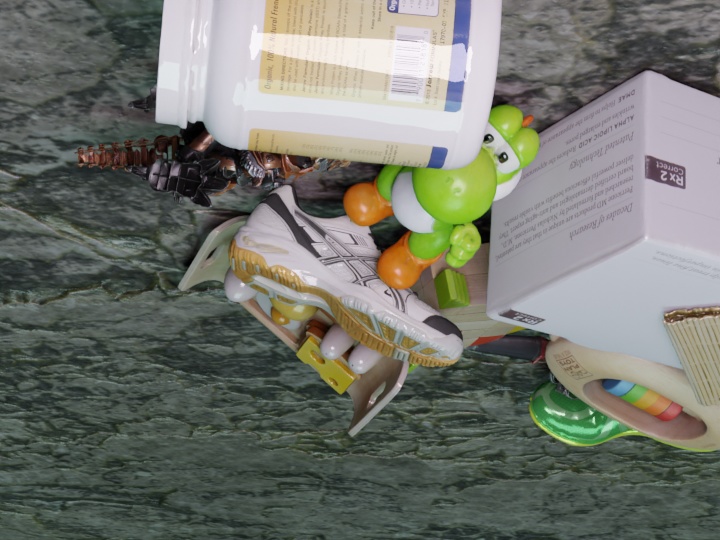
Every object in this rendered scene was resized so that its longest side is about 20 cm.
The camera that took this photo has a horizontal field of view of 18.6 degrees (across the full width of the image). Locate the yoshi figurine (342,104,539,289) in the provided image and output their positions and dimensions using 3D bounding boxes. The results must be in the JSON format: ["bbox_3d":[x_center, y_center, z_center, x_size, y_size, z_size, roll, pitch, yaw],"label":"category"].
[{"bbox_3d":[0.051,-0.056,1.592,0.112,0.113,0.200,20,151,-20],"label":"yoshi figurine"}]

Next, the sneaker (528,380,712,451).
[{"bbox_3d":[0.257,0.120,2.061,0.199,0.074,0.084,3,141,-3],"label":"sneaker"}]

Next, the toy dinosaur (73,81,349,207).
[{"bbox_3d":[-0.105,-0.083,1.577,0.199,0.103,0.136,-25,169,12],"label":"toy dinosaur"}]

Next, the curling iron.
[{"bbox_3d":[0.155,0.080,1.966,0.025,0.050,0.200,28,-173,38],"label":"curling iron"}]

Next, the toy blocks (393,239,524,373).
[{"bbox_3d":[0.096,0.024,1.815,0.136,0.101,0.200,-5,163,-21],"label":"toy blocks"}]

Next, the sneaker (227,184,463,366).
[{"bbox_3d":[0.000,0.000,1.704,0.199,0.088,0.076,28,157,2],"label":"sneaker"}]

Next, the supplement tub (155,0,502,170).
[{"bbox_3d":[-0.021,-0.141,1.334,0.199,0.145,0.145,6,158,-4],"label":"supplement tub"}]

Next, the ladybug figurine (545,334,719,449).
[{"bbox_3d":[0.247,0.086,1.877,0.199,0.072,0.136,30,155,-22],"label":"ladybug figurine"}]

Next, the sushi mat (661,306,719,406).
[{"bbox_3d":[0.284,0.065,1.625,0.095,0.012,0.200,-3,158,16],"label":"sushi mat"}]

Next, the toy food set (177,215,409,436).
[{"bbox_3d":[-0.059,0.051,1.831,0.200,0.060,0.144,42,154,1],"label":"toy food set"}]

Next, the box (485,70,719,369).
[{"bbox_3d":[0.225,-0.028,1.593,0.198,0.132,0.200,15,156,-27],"label":"box"}]
